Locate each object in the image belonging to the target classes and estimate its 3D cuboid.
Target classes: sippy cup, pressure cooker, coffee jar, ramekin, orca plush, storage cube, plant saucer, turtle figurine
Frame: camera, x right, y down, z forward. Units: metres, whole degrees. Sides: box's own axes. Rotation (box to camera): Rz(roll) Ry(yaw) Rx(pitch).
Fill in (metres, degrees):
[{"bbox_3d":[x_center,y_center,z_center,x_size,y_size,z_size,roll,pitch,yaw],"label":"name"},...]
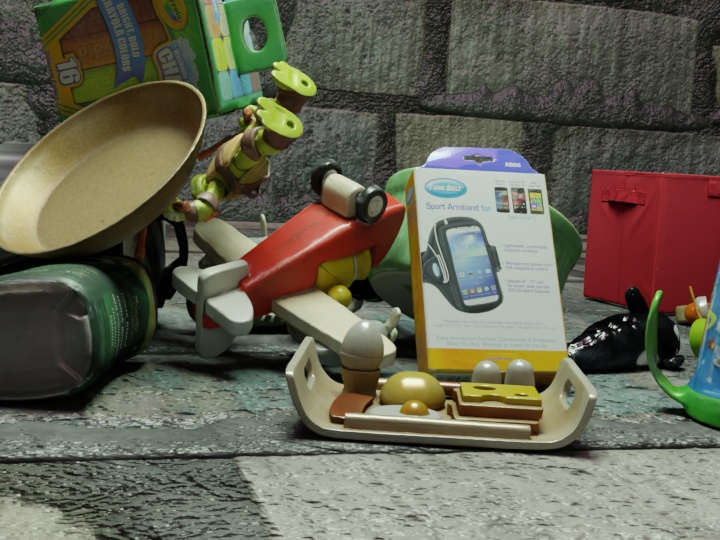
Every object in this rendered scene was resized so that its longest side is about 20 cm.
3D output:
[{"bbox_3d":[0.309,0.045,0.821,0.175,0.133,0.139,2,6,-18],"label":"sippy cup"},{"bbox_3d":[-0.262,-0.035,1.070,0.196,0.182,0.176,3,2,3],"label":"pressure cooker"},{"bbox_3d":[-0.216,0.037,0.833,0.102,0.087,0.200,-4,5,4],"label":"coffee jar"},{"bbox_3d":[0.102,-0.006,1.064,0.197,0.099,0.200,19,-16,6],"label":"ramekin"},{"bbox_3d":[0.235,0.049,1.048,0.197,0.073,0.105,0,6,-31],"label":"orca plush"},{"bbox_3d":[0.425,-0.041,1.528,0.196,0.184,0.171,2,5,-22],"label":"storage cube"},{"bbox_3d":[-0.203,-0.074,0.899,0.197,0.036,0.202,-19,39,16],"label":"plant saucer"},{"bbox_3d":[-0.103,-0.088,0.932,0.161,0.064,0.201,-40,12,42],"label":"turtle figurine"}]

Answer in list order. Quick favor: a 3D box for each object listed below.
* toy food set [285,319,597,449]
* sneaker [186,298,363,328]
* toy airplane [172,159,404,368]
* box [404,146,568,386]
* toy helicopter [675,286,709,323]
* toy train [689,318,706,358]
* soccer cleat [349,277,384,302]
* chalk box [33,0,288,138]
[{"bbox_3d":[0.053,0.072,0.766,0.196,0.062,0.144,3,5,2],"label":"toy food set"},{"bbox_3d":[-0.075,0.025,1.132,0.089,0.069,0.199,2,2,37],"label":"sneaker"},{"bbox_3d":[-0.059,0.017,0.954,0.195,0.143,0.202,-5,43,9],"label":"toy airplane"},{"bbox_3d":[0.101,-0.006,0.926,0.117,0.203,0.042,2,-26,-11],"label":"box"},{"bbox_3d":[0.414,0.048,1.286,0.130,0.080,0.200,-8,-3,-14],"label":"toy helicopter"},{"bbox_3d":[0.341,0.059,1.001,0.198,0.086,0.115,-1,-3,-39],"label":"toy train"},{"bbox_3d":[0.000,0.000,1.127,0.067,0.083,0.199,-7,14,33],"label":"soccer cleat"},{"bbox_3d":[-0.166,-0.196,1.008,0.196,0.127,0.124,-9,11,16],"label":"chalk box"}]
